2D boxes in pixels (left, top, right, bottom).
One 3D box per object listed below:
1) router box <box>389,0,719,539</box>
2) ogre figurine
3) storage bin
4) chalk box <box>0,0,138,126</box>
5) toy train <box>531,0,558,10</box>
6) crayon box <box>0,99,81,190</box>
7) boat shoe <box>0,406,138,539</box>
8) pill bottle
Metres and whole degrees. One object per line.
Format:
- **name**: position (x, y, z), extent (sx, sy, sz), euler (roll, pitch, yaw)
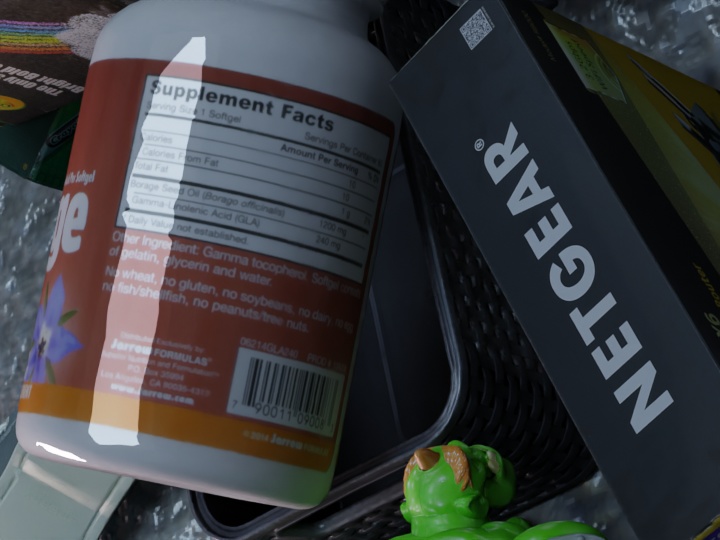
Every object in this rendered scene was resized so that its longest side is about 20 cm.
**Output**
- **router box**: position (0.112, 0.012, 0.784), extent (0.052, 0.157, 0.201), euler (-44, 54, 24)
- **ogre figurine**: position (0.055, 0.115, 0.831), extent (0.199, 0.120, 0.099), euler (14, 87, 43)
- **storage bin**: position (0.000, 0.000, 0.932), extent (0.135, 0.093, 0.201), euler (-30, 59, 33)
- **chalk box**: position (-0.159, -0.141, 1.008), extent (0.199, 0.124, 0.125), euler (-15, 70, 43)
- **toy train**: position (0.037, -0.166, 0.957), extent (0.199, 0.086, 0.115), euler (15, 97, 41)
- **crayon box**: position (-0.166, -0.121, 1.139), extent (0.200, 0.058, 0.119), euler (28, 97, 43)
- **boat shoe**: position (-0.142, 0.102, 1.068), extent (0.200, 0.073, 0.062), euler (-51, 7, 28)
- **pill bottle**: position (-0.047, -0.025, 0.842), extent (0.112, 0.112, 0.201), euler (5, 81, 43)
